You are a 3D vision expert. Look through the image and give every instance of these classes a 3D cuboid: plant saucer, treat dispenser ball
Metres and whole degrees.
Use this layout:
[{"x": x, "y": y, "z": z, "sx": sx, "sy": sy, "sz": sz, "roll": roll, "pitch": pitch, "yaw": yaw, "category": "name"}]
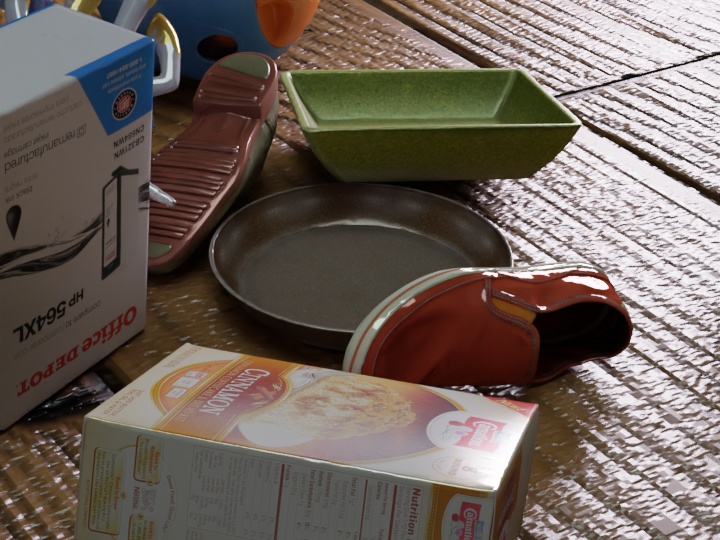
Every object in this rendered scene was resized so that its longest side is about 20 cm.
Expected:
[{"x": 0.045, "y": -0.107, "z": 1.263, "sx": 0.198, "sy": 0.048, "sz": 0.200, "roll": -1, "pitch": 18, "yaw": -7, "category": "plant saucer"}, {"x": -0.125, "y": -0.257, "z": 1.384, "sx": 0.199, "sy": 0.202, "sz": 0.201, "roll": 2, "pitch": 29, "yaw": -1, "category": "treat dispenser ball"}, {"x": 0.000, "y": 0.000, "z": 1.114, "sx": 0.198, "sy": 0.032, "sz": 0.201, "roll": 2, "pitch": 29, "yaw": -1, "category": "plant saucer"}]

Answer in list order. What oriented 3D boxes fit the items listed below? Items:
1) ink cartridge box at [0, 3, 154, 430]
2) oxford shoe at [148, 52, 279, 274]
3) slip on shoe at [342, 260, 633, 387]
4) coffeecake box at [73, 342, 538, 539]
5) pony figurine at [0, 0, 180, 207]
[{"x": -0.194, "y": -0.032, "z": 0.985, "sx": 0.084, "sy": 0.201, "sz": 0.146, "roll": 20, "pitch": 34, "yaw": 24, "category": "ink cartridge box"}, {"x": -0.101, "y": -0.062, "z": 1.184, "sx": 0.070, "sy": 0.074, "sz": 0.201, "roll": 13, "pitch": 51, "yaw": 21, "category": "oxford shoe"}, {"x": 0.080, "y": 0.039, "z": 1.016, "sx": 0.199, "sy": 0.075, "sz": 0.061, "roll": -9, "pitch": 34, "yaw": -29, "category": "slip on shoe"}, {"x": -0.021, "y": 0.102, "z": 0.849, "sx": 0.198, "sy": 0.074, "sz": 0.153, "roll": 9, "pitch": 12, "yaw": 11, "category": "coffeecake box"}, {"x": -0.208, "y": -0.118, "z": 1.131, "sx": 0.191, "sy": 0.167, "sz": 0.202, "roll": 2, "pitch": 65, "yaw": 4, "category": "pony figurine"}]
